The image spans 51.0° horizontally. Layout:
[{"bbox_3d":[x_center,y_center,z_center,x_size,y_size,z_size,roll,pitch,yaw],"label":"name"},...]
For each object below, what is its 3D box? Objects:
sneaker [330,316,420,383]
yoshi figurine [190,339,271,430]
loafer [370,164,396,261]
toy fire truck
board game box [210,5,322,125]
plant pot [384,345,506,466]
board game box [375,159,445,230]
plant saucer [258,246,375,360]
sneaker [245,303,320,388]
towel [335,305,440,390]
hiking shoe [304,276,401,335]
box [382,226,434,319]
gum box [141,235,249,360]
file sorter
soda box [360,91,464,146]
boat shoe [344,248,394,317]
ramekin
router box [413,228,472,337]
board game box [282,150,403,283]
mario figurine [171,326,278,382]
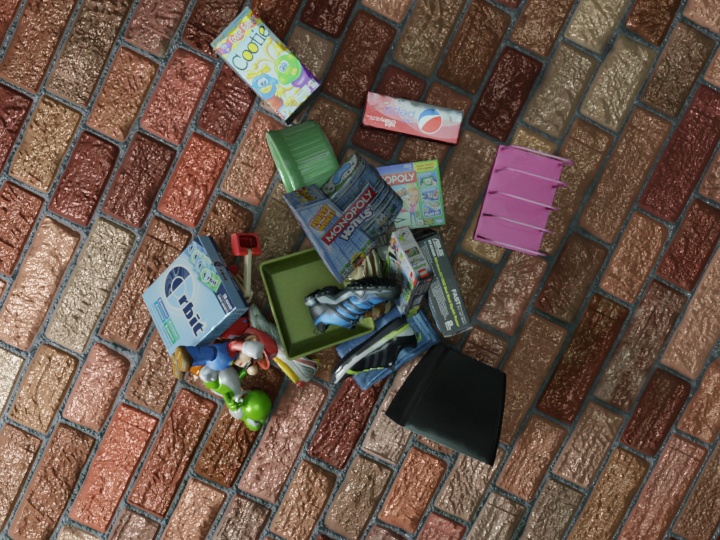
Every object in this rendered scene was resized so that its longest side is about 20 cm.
[{"bbox_3d":[0.033,0.176,1.504,0.200,0.072,0.083,-37,93,2],"label":"sneaker"},{"bbox_3d":[-0.249,0.236,1.534,0.112,0.112,0.200,-40,99,-5],"label":"yoshi figurine"},{"bbox_3d":[0.028,-0.113,1.500,0.071,0.063,0.201,-15,96,-1],"label":"loafer"},{"bbox_3d":[-0.244,0.033,1.491,0.049,0.141,0.201,-2,85,-35],"label":"toy fire truck"},{"bbox_3d":[-0.180,-0.395,1.474,0.103,0.105,0.200,-45,96,2],"label":"board game box"},{"bbox_3d":[0.185,0.258,1.513,0.199,0.200,0.178,25,84,-4],"label":"plant pot"},{"bbox_3d":[0.068,-0.148,1.544,0.199,0.029,0.136,-8,97,-1],"label":"board game box"},{"bbox_3d":[-0.091,0.056,1.520,0.199,0.048,0.201,-17,91,-22],"label":"plant saucer"},{"bbox_3d":[-0.162,0.144,1.550,0.082,0.078,0.200,-41,100,-10],"label":"sneaker"},{"bbox_3d":[0.055,0.151,1.563,0.199,0.049,0.112,-33,95,2],"label":"towel"},{"bbox_3d":[-0.008,0.066,1.448,0.199,0.074,0.087,-11,102,26],"label":"hiking shoe"},{"bbox_3d":[0.088,0.009,1.460,0.035,0.200,0.110,-22,69,-14],"label":"box"},{"bbox_3d":[-0.326,0.060,1.474,0.200,0.044,0.170,-40,68,25],"label":"gum box"},{"bbox_3d":[0.327,-0.139,1.505,0.138,0.125,0.201,15,95,-3],"label":"file sorter"},{"bbox_3d":[0.103,-0.303,1.513,0.199,0.063,0.070,11,95,-3],"label":"soda box"},{"bbox_3d":[0.000,0.000,1.496,0.074,0.076,0.201,-23,92,-19],"label":"boat shoe"},{"bbox_3d":[-0.099,-0.190,1.454,0.097,0.200,0.201,-24,96,-7],"label":"ramekin"},{"bbox_3d":[0.153,0.021,1.502,0.062,0.150,0.201,-20,95,0],"label":"router box"},{"bbox_3d":[-0.037,-0.108,1.381,0.200,0.062,0.200,-46,134,4],"label":"board game box"},{"bbox_3d":[-0.248,0.174,1.430,0.199,0.123,0.107,-8,107,-26],"label":"mario figurine"}]
